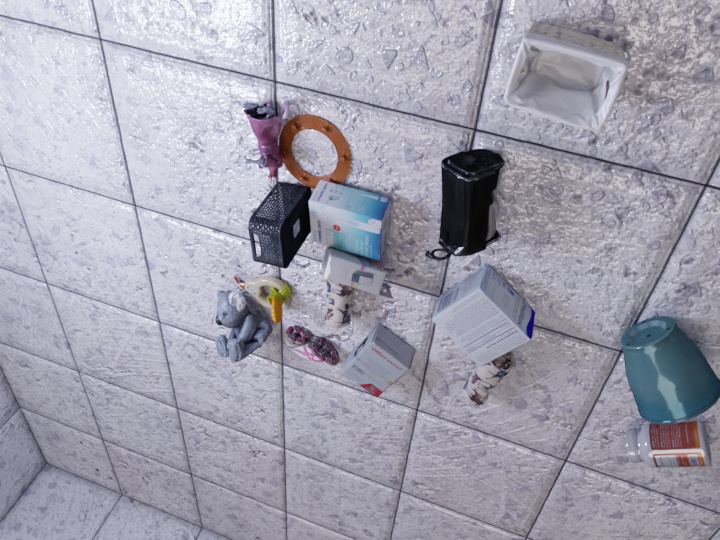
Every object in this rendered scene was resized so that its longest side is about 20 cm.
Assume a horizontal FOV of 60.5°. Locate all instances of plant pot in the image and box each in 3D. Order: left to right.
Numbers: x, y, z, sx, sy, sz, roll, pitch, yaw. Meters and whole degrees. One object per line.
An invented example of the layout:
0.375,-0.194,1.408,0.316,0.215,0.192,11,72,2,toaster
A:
0.719,0.224,1.472,0.197,0.200,0.191,-25,100,38,plant pot

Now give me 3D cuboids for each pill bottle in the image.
0.828,0.471,1.667,0.196,0.113,0.114,-13,122,33,pill bottle

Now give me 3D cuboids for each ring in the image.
-0.117,-0.289,1.542,0.195,0.019,0.205,13,132,14,ring

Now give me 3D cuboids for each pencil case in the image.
-0.066,0.076,1.768,0.089,0.077,0.204,37,141,33,pencil case
0.364,0.307,1.769,0.089,0.078,0.203,35,135,13,pencil case

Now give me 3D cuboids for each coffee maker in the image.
0.236,-0.145,1.379,0.132,0.192,0.204,19,134,30,coffee maker

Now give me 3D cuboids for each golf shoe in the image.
-0.152,0.251,1.971,0.196,0.073,0.093,29,141,14,golf shoe

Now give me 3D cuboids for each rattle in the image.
-0.316,0.093,1.871,0.194,0.146,0.131,13,151,6,rattle

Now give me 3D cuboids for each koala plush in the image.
-0.388,0.151,1.946,0.176,0.182,0.205,-1,117,58,koala plush

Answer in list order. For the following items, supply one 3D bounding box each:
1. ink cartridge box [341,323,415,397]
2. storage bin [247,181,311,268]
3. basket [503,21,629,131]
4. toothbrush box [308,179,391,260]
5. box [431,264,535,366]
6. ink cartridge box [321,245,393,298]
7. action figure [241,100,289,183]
0.055,0.277,1.883,0.144,0.084,0.200,36,133,-6,ink cartridge box
-0.201,-0.119,1.593,0.091,0.202,0.138,11,132,14,storage bin
0.386,-0.373,1.168,0.195,0.125,0.138,19,133,8,basket
-0.027,-0.128,1.577,0.195,0.086,0.149,17,141,12,toothbrush box
0.323,0.121,1.616,0.200,0.106,0.183,43,132,-12,box
0.000,0.000,1.633,0.195,0.118,0.069,17,107,-12,ink cartridge box
-0.226,-0.317,1.532,0.144,0.135,0.204,-13,124,0,action figure
